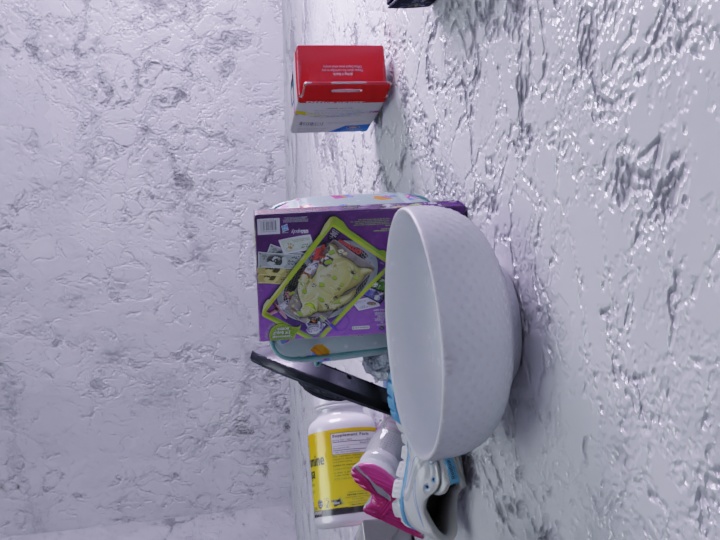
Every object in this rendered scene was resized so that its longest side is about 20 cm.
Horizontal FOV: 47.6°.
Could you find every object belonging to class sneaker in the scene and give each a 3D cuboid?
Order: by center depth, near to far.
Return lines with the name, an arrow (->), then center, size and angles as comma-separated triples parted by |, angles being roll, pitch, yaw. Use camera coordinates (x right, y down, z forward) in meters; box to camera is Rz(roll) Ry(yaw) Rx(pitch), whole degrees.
sneaker -> 0.075, 0.171, 0.802 | 0.086, 0.073, 0.206 | -159, 62, -65
sneaker -> 0.050, 0.238, 0.939 | 0.089, 0.080, 0.202 | -60, -23, -30

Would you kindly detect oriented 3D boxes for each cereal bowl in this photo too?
cereal bowl -> 0.077, 0.048, 0.661 | 0.200, 0.081, 0.206 | 177, 90, -81

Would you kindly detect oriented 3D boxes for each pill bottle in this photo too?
pill bottle -> -0.025, 0.294, 1.278 | 0.113, 0.109, 0.205 | 114, 151, -70

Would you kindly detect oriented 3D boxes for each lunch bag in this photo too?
lunch bag -> -0.009, 0.009, 0.819 | 0.077, 0.194, 0.165 | -118, 24, -72

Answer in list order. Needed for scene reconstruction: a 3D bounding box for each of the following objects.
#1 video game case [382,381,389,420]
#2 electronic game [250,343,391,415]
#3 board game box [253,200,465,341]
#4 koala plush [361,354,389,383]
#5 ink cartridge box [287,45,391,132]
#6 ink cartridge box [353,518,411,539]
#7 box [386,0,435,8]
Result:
video game case -> 0.050, 0.208, 1.073 | 0.143, 0.017, 0.206 | -129, 37, -75
electronic game -> -0.044, 0.138, 1.012 | 0.200, 0.196, 0.043 | 163, 128, -80
board game box -> 0.000, 0.000, 0.761 | 0.032, 0.194, 0.123 | -125, 33, -74
koala plush -> -0.008, 0.039, 0.978 | 0.199, 0.180, 0.182 | 21, 126, 59
ink cartridge box -> -0.032, -0.241, 1.073 | 0.200, 0.113, 0.069 | 146, 121, -78
ink cartridge box -> 0.029, 0.423, 1.128 | 0.201, 0.065, 0.119 | 102, 162, -60
box -> 0.055, -0.358, 0.744 | 0.158, 0.050, 0.206 | -142, 49, -79
